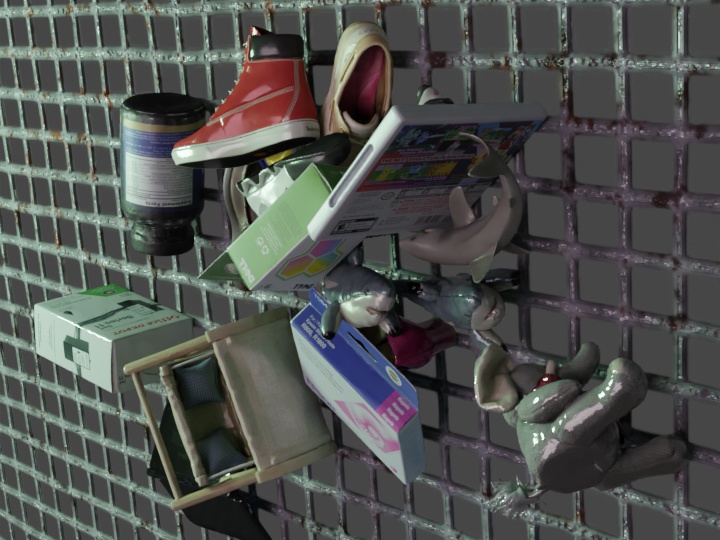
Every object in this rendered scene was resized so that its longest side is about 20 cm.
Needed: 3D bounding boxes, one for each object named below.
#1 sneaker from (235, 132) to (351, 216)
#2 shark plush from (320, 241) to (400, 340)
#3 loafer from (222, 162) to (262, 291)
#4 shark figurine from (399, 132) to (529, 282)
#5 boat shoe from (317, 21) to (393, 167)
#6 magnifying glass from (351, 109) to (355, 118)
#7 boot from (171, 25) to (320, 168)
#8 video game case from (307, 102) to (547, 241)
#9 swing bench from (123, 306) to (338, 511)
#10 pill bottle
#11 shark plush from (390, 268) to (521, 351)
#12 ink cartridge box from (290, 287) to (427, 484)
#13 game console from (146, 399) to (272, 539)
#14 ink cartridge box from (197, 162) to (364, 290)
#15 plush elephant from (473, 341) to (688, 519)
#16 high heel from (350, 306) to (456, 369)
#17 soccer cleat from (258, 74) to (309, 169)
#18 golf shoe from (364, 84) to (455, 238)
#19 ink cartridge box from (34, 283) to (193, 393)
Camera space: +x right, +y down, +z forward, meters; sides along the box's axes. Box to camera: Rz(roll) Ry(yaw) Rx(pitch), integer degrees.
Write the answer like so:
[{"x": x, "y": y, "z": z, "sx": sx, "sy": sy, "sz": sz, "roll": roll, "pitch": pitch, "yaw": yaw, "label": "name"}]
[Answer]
[{"x": -0.058, "y": -0.092, "z": 1.361, "sx": 0.200, "sy": 0.074, "sz": 0.089, "roll": -20, "pitch": 100, "yaw": 58, "label": "sneaker"}, {"x": 0.000, "y": 0.000, "z": 1.364, "sx": 0.200, "sy": 0.091, "sz": 0.083, "roll": -101, "pitch": 20, "yaw": -56, "label": "shark plush"}, {"x": -0.120, "y": -0.066, "z": 1.536, "sx": 0.071, "sy": 0.073, "sz": 0.200, "roll": 13, "pitch": 117, "yaw": 32, "label": "loafer"}, {"x": 0.123, "y": -0.038, "z": 1.208, "sx": 0.128, "sy": 0.090, "sz": 0.215, "roll": 21, "pitch": 148, "yaw": -6, "label": "shark figurine"}, {"x": -0.006, "y": -0.170, "z": 1.355, "sx": 0.069, "sy": 0.074, "sz": 0.200, "roll": -116, "pitch": 30, "yaw": -62, "label": "boat shoe"}, {"x": -0.034, "y": -0.129, "z": 1.426, "sx": 0.022, "sy": 0.080, "sz": 0.200, "roll": -99, "pitch": 28, "yaw": -65, "label": "magnifying glass"}, {"x": -0.141, "y": -0.199, "z": 1.413, "sx": 0.200, "sy": 0.072, "sz": 0.144, "roll": -13, "pitch": 83, "yaw": 32, "label": "boot"}, {"x": 0.066, "y": -0.099, "z": 1.220, "sx": 0.182, "sy": 0.200, "sz": 0.023, "roll": -51, "pitch": 57, "yaw": 41, "label": "video game case"}, {"x": -0.163, "y": 0.175, "z": 1.567, "sx": 0.200, "sy": 0.130, "sz": 0.199, "roll": -23, "pitch": 86, "yaw": 27, "label": "swing bench"}, {"x": -0.262, "y": -0.126, "z": 1.624, "sx": 0.112, "sy": 0.112, "sz": 0.200, "roll": 24, "pitch": 120, "yaw": 39, "label": "pill bottle"}, {"x": 0.090, "y": 0.018, "z": 1.314, "sx": 0.200, "sy": 0.083, "sz": 0.091, "roll": 32, "pitch": 106, "yaw": 53, "label": "shark plush"}, {"x": -0.004, "y": 0.135, "z": 1.427, "sx": 0.196, "sy": 0.043, "sz": 0.200, "roll": 43, "pitch": 161, "yaw": 29, "label": "ink cartridge box"}, {"x": -0.202, "y": 0.289, "z": 1.768, "sx": 0.200, "sy": 0.116, "sz": 0.176, "roll": 3, "pitch": 75, "yaw": 45, "label": "game console"}, {"x": -0.070, "y": -0.027, "z": 1.315, "sx": 0.200, "sy": 0.104, "sz": 0.059, "roll": -42, "pitch": 67, "yaw": 27, "label": "ink cartridge box"}, {"x": 0.200, "y": 0.139, "z": 1.212, "sx": 0.200, "sy": 0.165, "sz": 0.155, "roll": -33, "pitch": 38, "yaw": 17, "label": "plush elephant"}, {"x": 0.009, "y": 0.072, "z": 1.415, "sx": 0.200, "sy": 0.096, "sz": 0.067, "roll": 3, "pitch": 105, "yaw": 46, "label": "high heel"}, {"x": -0.099, "y": -0.171, "z": 1.451, "sx": 0.065, "sy": 0.084, "sz": 0.200, "roll": -116, "pitch": 23, "yaw": -71, "label": "soccer cleat"}, {"x": 0.048, "y": -0.114, "z": 1.336, "sx": 0.200, "sy": 0.073, "sz": 0.092, "roll": -48, "pitch": 62, "yaw": 38, "label": "golf shoe"}, {"x": -0.355, "y": 0.095, "z": 1.769, "sx": 0.200, "sy": 0.147, "sz": 0.083, "roll": 19, "pitch": 115, "yaw": 40, "label": "ink cartridge box"}]
